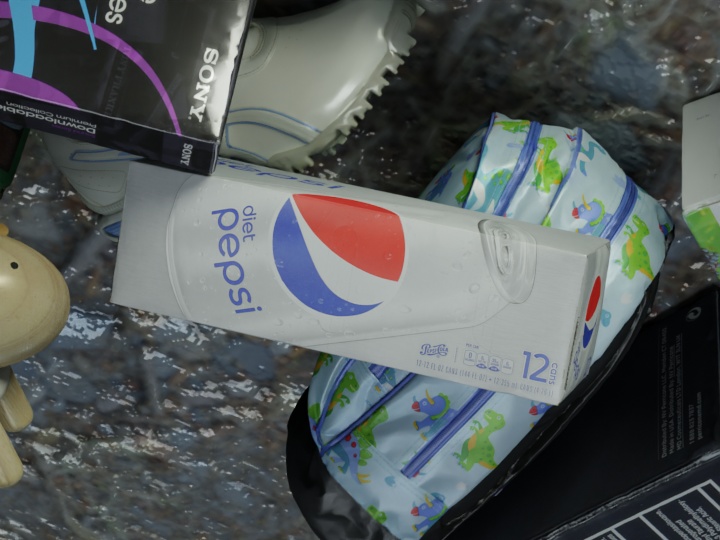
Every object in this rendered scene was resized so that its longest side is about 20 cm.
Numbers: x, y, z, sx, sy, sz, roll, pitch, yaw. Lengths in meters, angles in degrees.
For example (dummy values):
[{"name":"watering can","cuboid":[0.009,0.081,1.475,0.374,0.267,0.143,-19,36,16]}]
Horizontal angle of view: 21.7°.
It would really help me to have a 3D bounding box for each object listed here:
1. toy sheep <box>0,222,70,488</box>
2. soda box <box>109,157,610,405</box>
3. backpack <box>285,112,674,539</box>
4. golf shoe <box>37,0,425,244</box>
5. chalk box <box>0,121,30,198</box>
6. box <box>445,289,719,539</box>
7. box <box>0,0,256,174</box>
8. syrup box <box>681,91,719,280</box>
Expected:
[{"name":"toy sheep","cuboid":[-0.215,0.037,0.778,0.199,0.138,0.138,-20,129,3]},{"name":"soda box","cuboid":[0.000,0.000,0.789,0.199,0.068,0.064,13,100,15]},{"name":"backpack","cuboid":[0.057,0.025,0.882,0.199,0.163,0.154,-33,97,23]},{"name":"golf shoe","cuboid":[-0.067,-0.084,0.851,0.199,0.079,0.097,-28,120,28]},{"name":"chalk box","cuboid":[-0.223,-0.073,0.849,0.124,0.125,0.200,31,128,-20]},{"name":"box","cuboid":[0.168,0.147,0.998,0.198,0.124,0.200,-32,120,30]},{"name":"box","cuboid":[-0.138,-0.133,0.770,0.199,0.144,0.036,14,160,-7]},{"name":"syrup box","cuboid":[0.226,0.004,0.887,0.078,0.082,0.200,-19,126,25]}]
